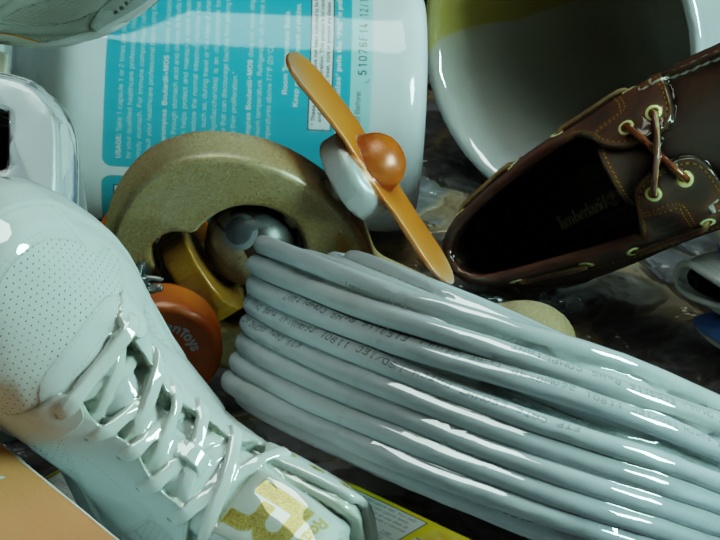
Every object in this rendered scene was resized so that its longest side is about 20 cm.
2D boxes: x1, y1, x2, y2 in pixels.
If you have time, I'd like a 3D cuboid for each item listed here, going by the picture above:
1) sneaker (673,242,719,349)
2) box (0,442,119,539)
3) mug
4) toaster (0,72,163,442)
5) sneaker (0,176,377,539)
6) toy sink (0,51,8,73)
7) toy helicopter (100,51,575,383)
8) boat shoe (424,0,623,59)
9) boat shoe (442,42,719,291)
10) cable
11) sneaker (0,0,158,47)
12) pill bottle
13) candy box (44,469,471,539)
[{"bbox_3d":[0.204,-0.011,1.240,0.146,0.081,0.200,8,32,-1],"label":"sneaker"},{"bbox_3d":[-0.147,0.132,0.874,0.152,0.107,0.200,-16,32,-35],"label":"box"},{"bbox_3d":[0.133,-0.132,1.382,0.149,0.188,0.153,11,17,36],"label":"mug"},{"bbox_3d":[-0.166,-0.005,1.011,0.199,0.114,0.129,4,-18,-4],"label":"toaster"},{"bbox_3d":[-0.055,0.050,0.926,0.115,0.200,0.074,27,74,33],"label":"sneaker"},{"bbox_3d":[-0.184,-0.015,1.162,0.199,0.113,0.131,2,26,-5],"label":"toy sink"},{"bbox_3d":[0.000,0.000,1.139,0.199,0.133,0.079,21,29,-19],"label":"toy helicopter"},{"bbox_3d":[0.056,-0.148,1.525,0.074,0.063,0.200,-17,34,-39],"label":"boat shoe"},{"bbox_3d":[0.120,-0.041,1.216,0.200,0.071,0.070,-32,-12,37],"label":"boat shoe"},{"bbox_3d":[0.049,0.049,1.021,0.199,0.070,0.200,21,1,21],"label":"cable"},{"bbox_3d":[-0.169,-0.117,1.175,0.199,0.076,0.092,-7,9,20],"label":"sneaker"},{"bbox_3d":[-0.072,-0.076,1.302,0.199,0.111,0.111,3,26,-3],"label":"pill bottle"},{"bbox_3d":[-0.024,0.107,1.033,0.199,0.027,0.102,23,31,33],"label":"candy box"}]
